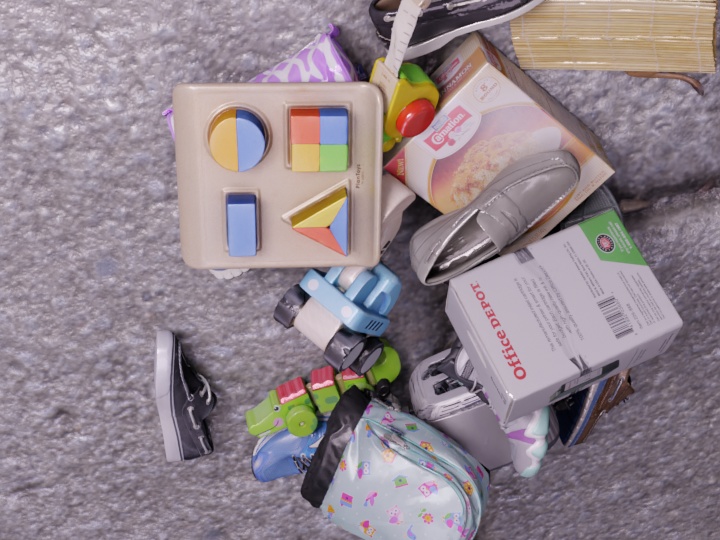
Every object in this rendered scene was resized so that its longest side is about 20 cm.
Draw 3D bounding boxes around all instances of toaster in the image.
[{"bbox_3d":[0.152,0.160,1.372,0.198,0.114,0.130,-21,124,7],"label":"toaster"}]

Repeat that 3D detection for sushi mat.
[{"bbox_3d":[0.245,-0.229,1.109,0.198,0.012,0.096,5,149,18],"label":"sushi mat"}]

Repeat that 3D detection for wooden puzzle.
[{"bbox_3d":[-0.078,-0.084,1.081,0.198,0.046,0.187,1,114,0],"label":"wooden puzzle"}]

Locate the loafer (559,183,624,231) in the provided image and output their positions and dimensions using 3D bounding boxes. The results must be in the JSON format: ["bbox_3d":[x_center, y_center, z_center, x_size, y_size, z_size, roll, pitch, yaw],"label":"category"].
[{"bbox_3d":[0.272,-0.025,1.296,0.071,0.063,0.201,-18,111,13],"label":"loafer"}]

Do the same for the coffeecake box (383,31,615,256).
[{"bbox_3d":[0.139,-0.123,1.190,0.199,0.073,0.153,34,116,-28],"label":"coffeecake box"}]

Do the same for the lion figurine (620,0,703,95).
[{"bbox_3d":[0.285,-0.245,1.134,0.121,0.073,0.201,-10,131,8],"label":"lion figurine"}]

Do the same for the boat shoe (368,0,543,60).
[{"bbox_3d":[0.103,-0.269,1.085,0.198,0.074,0.060,-21,132,15],"label":"boat shoe"}]

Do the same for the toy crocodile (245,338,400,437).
[{"bbox_3d":[-0.045,0.143,1.353,0.198,0.068,0.062,-21,120,2],"label":"toy crocodile"}]

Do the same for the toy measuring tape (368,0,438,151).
[{"bbox_3d":[0.049,-0.188,1.073,0.073,0.074,0.201,4,140,-13],"label":"toy measuring tape"}]

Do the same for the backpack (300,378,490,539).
[{"bbox_3d":[0.043,0.239,1.271,0.199,0.127,0.168,27,114,11],"label":"backpack"}]

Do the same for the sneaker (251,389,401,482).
[{"bbox_3d":[-0.040,0.217,1.386,0.198,0.090,0.079,-22,137,7],"label":"sneaker"}]

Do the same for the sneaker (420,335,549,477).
[{"bbox_3d":[0.136,0.130,1.266,0.138,0.078,0.202,-1,92,0],"label":"sneaker"}]

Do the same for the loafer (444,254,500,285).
[{"bbox_3d":[0.174,0.026,1.309,0.198,0.072,0.063,10,127,-20],"label":"loafer"}]

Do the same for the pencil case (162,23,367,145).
[{"bbox_3d":[-0.092,-0.162,1.120,0.199,0.084,0.086,-26,88,6],"label":"pencil case"}]

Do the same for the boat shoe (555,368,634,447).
[{"bbox_3d":[0.301,0.139,1.409,0.072,0.073,0.201,6,124,-16],"label":"boat shoe"}]

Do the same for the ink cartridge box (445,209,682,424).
[{"bbox_3d":[0.205,0.047,1.181,0.198,0.147,0.084,-22,157,-10],"label":"ink cartridge box"}]

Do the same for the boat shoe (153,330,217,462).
[{"bbox_3d":[-0.201,0.147,1.324,0.067,0.072,0.201,-4,128,-5],"label":"boat shoe"}]

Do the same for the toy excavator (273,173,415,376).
[{"bbox_3d":[0.000,0.000,1.216,0.201,0.100,0.194,-54,161,4],"label":"toy excavator"}]

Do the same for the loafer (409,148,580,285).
[{"bbox_3d":[0.138,-0.049,1.155,0.199,0.070,0.070,-35,123,19],"label":"loafer"}]

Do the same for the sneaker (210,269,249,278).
[{"bbox_3d":[-0.095,-0.071,1.175,0.199,0.079,0.089,-32,127,13],"label":"sneaker"}]
